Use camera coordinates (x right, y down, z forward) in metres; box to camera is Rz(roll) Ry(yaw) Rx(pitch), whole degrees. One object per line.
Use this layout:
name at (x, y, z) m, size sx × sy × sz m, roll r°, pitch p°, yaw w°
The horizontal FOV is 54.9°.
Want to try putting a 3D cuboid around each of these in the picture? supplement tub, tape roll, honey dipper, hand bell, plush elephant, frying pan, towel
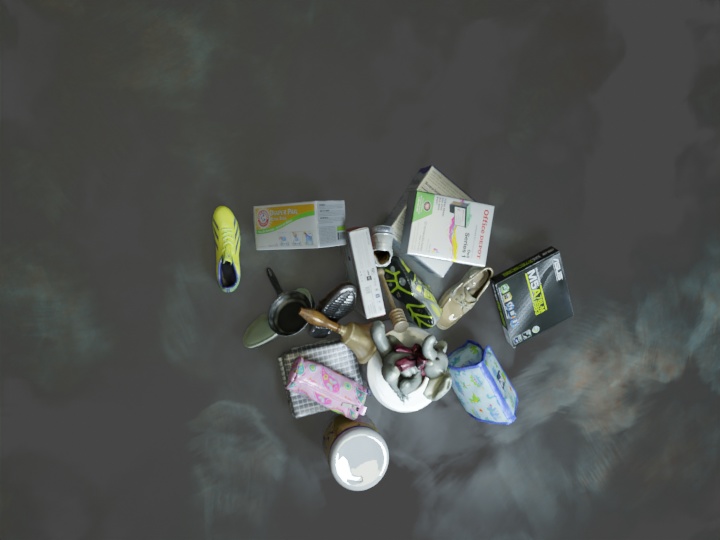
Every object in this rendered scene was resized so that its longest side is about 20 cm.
supplement tub at (-0.017, 0.424, 1.668) m, size 0.141 × 0.200 × 0.150 m, roll -1°, pitch 95°, yaw -10°
tape roll at (0.099, 0.231, 1.709) m, size 0.196 × 0.139 × 0.210 m, roll -1°, pitch 94°, yaw -9°
honey dipper at (0.073, 0.066, 1.680) m, size 0.037 × 0.203 × 0.039 m, roll -9°, pitch 133°, yaw -9°
hand bell at (-0.059, 0.131, 1.613) m, size 0.197 × 0.104 × 0.106 m, roll 27°, pitch 89°, yaw -23°
plush elephant at (0.130, 0.208, 1.566) m, size 0.151 × 0.166 × 0.203 m, roll -23°, pitch 127°, yaw 6°
frying pan at (-0.191, 0.086, 1.650) m, size 0.188 × 0.031 × 0.116 m, roll 33°, pitch 75°, yaw 32°
towel at (-0.094, 0.262, 1.703) m, size 0.194 × 0.086 × 0.171 m, roll -13°, pitch 95°, yaw -9°

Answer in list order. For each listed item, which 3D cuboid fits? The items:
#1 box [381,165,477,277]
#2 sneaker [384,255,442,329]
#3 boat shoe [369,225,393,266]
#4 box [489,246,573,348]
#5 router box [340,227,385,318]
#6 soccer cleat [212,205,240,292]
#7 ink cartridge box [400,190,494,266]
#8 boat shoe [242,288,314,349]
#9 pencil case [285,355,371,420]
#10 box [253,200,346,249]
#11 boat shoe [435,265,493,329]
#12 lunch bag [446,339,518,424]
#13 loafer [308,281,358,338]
box at (0.177, -0.122, 1.716) m, size 0.182 × 0.105 × 0.202 m, roll 36°, pitch 88°, yaw -10°
sneaker at (0.132, 0.050, 1.744) m, size 0.076 × 0.075 × 0.203 m, roll -29°, pitch 86°, yaw -47°
boat shoe at (0.046, -0.044, 1.647) m, size 0.069 × 0.200 × 0.072 m, roll 3°, pitch 75°, yaw -5°
box at (0.442, 0.070, 1.780) m, size 0.189 × 0.048 × 0.204 m, roll -24°, pitch 116°, yaw -6°
router box at (0.000, 0.000, 1.654) m, size 0.047 × 0.179 × 0.206 m, roll -13°, pitch 97°, yaw -9°
soccer cleat at (-0.315, -0.051, 1.642) m, size 0.063 × 0.084 × 0.207 m, roll -4°, pitch 94°, yaw -9°
ink cartridge box at (0.203, -0.097, 1.626) m, size 0.194 × 0.084 × 0.149 m, roll 9°, pitch 92°, yaw -11°
boat shoe at (-0.194, 0.128, 1.684) m, size 0.199 × 0.061 × 0.072 m, roll -37°, pitch 57°, yaw -5°
pencil case at (-0.077, 0.277, 1.624) m, size 0.196 × 0.087 × 0.089 m, roll 28°, pitch 89°, yaw -9°
box at (-0.142, -0.104, 1.603) m, size 0.111 × 0.196 × 0.105 m, roll -9°, pitch 97°, yaw -53°
boat shoe at (0.263, 0.067, 1.764) m, size 0.072 × 0.065 × 0.201 m, roll 43°, pitch 86°, yaw -10°
lunch bag at (0.302, 0.280, 1.718) m, size 0.126 × 0.200 × 0.173 m, roll -33°, pitch 98°, yaw -6°
loafer at (-0.074, 0.083, 1.656) m, size 0.071 × 0.200 × 0.072 m, roll 13°, pitch 47°, yaw -30°
